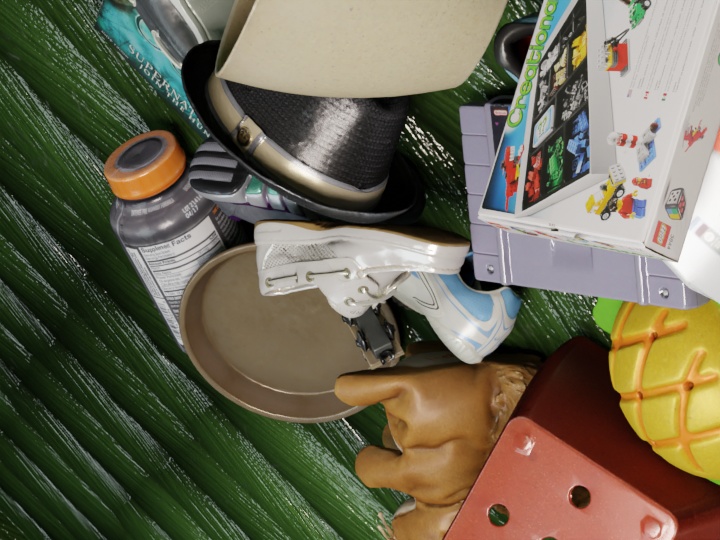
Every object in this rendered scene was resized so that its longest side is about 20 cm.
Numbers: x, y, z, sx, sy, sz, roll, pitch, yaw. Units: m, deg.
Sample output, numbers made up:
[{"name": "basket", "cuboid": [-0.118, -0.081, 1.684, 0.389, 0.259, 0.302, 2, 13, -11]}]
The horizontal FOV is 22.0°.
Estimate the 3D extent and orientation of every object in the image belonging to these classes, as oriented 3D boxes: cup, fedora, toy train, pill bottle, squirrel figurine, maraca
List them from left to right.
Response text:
[{"name": "pill bottle", "cuboid": [-0.158, -0.027, 1.664, 0.106, 0.106, 0.201, 17, 141, 45]}, {"name": "fedora", "cuboid": [-0.028, -0.127, 1.316, 0.200, 0.200, 0.092, 40, 119, 12]}, {"name": "toy train", "cuboid": [-0.015, 0.007, 1.498, 0.046, 0.034, 0.201, 76, 169, -50]}, {"name": "cup", "cuboid": [0.013, -0.184, 1.120, 0.142, 0.202, 0.200, 22, 157, -11]}, {"name": "squirrel figurine", "cuboid": [0.093, 0.161, 1.485, 0.198, 0.141, 0.188, -1, 99, 23]}, {"name": "maraca", "cuboid": [0.213, 0.052, 1.232, 0.201, 0.106, 0.138, 58, 146, 29]}]

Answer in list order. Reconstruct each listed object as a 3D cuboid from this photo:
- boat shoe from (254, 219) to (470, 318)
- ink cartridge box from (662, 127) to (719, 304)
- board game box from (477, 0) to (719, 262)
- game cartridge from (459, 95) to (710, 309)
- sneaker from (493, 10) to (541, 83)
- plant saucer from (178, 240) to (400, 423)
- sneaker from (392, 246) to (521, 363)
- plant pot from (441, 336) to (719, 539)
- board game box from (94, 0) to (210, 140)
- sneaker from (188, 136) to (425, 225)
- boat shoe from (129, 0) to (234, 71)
[{"name": "boat shoe", "cuboid": [0.000, 0.000, 1.349, 0.199, 0.070, 0.070, 3, 90, 46]}, {"name": "ink cartridge box", "cuboid": [0.250, -0.035, 1.001, 0.200, 0.050, 0.162, 44, 112, 8]}, {"name": "board game box", "cuboid": [0.144, -0.111, 1.003, 0.034, 0.202, 0.126, 21, 175, -41]}, {"name": "game cartridge", "cuboid": [0.141, -0.049, 1.212, 0.199, 0.038, 0.131, 8, 113, 52]}, {"name": "sneaker", "cuboid": [0.158, -0.095, 1.084, 0.199, 0.090, 0.079, 29, 109, 30]}, {"name": "plant saucer", "cuboid": [-0.061, 0.050, 1.619, 0.198, 0.030, 0.201, 7, 128, 8]}, {"name": "sneaker", "cuboid": [0.051, -0.002, 1.449, 0.200, 0.072, 0.072, 42, 175, 40]}, {"name": "plant pot", "cuboid": [0.158, 0.183, 1.304, 0.199, 0.201, 0.176, 33, -167, 20]}, {"name": "board game box", "cuboid": [-0.130, -0.164, 1.514, 0.200, 0.028, 0.135, 45, 155, 1]}, {"name": "sneaker", "cuboid": [-0.033, -0.061, 1.461, 0.198, 0.075, 0.088, 12, 159, 23]}, {"name": "boat shoe", "cuboid": [-0.118, -0.180, 1.420, 0.060, 0.075, 0.201, -23, 97, 51]}]
